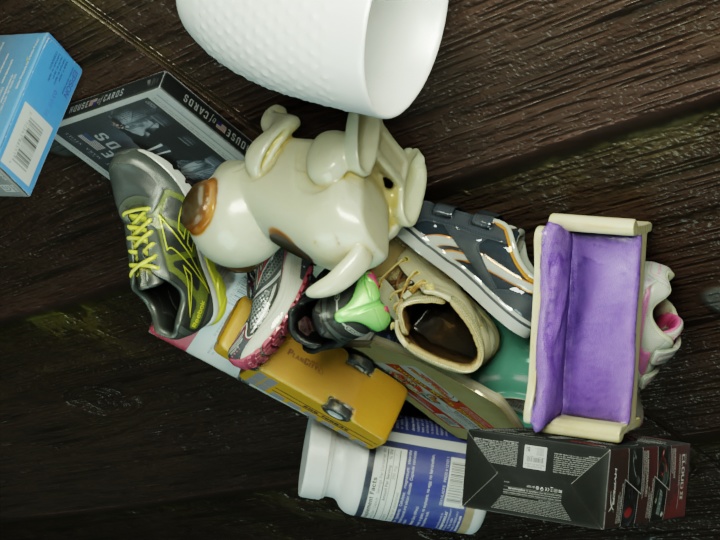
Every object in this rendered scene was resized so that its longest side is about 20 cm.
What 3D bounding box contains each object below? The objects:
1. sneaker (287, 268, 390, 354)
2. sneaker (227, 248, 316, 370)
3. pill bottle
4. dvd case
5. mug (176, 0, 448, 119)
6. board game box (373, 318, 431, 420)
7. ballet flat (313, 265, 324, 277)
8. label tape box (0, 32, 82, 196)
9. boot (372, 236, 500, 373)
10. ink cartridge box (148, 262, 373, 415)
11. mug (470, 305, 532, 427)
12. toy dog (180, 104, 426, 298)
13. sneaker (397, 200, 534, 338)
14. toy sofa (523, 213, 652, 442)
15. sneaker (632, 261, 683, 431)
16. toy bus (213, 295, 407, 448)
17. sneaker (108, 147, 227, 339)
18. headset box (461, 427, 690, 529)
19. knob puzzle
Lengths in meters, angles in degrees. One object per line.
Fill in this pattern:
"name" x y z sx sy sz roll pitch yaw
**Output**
"sneaker" -0.033 0.035 1.581 0.084 0.077 0.200 -19 178 -11
"sneaker" -0.084 0.002 1.653 0.074 0.201 0.081 21 165 3
"pill bottle" 0.037 0.213 1.841 0.199 0.116 0.116 11 154 -4
"dvd case" -0.202 -0.126 1.679 0.200 0.025 0.150 -11 140 45
"mug" -0.042 -0.226 1.267 0.175 0.148 0.201 16 125 22
"board game box" 0.065 0.112 1.925 0.199 0.057 0.165 14 155 9
"ballet flat" 0.000 0.000 1.725 0.199 0.070 0.070 13 153 13
"label tape box" -0.379 -0.147 1.620 0.199 0.145 0.063 3 152 31
"boot" 0.045 0.021 1.611 0.200 0.073 0.155 44 -172 5
"ink cartridge box" -0.098 0.041 1.794 0.200 0.083 0.145 29 125 -11
"mug" 0.171 0.102 1.764 0.185 0.115 0.152 -4 146 38
"toy dog" -0.060 -0.054 1.544 0.199 0.195 0.139 -5 158 29
"sneaker" 0.104 -0.028 1.615 0.200 0.079 0.078 39 -169 9
"toy sofa" 0.206 0.050 1.535 0.083 0.201 0.098 6 -173 25
"sneaker" 0.265 0.074 1.636 0.088 0.081 0.200 2 125 16
"toy bus" -0.052 0.103 1.724 0.200 0.065 0.078 30 160 -10
"sneaker" -0.196 -0.024 1.675 0.074 0.085 0.200 -18 104 32
"headset box" 0.209 0.190 1.599 0.148 0.075 0.200 5 180 34
"knob puzzle" 0.091 0.116 1.694 0.219 0.031 0.220 30 165 9
